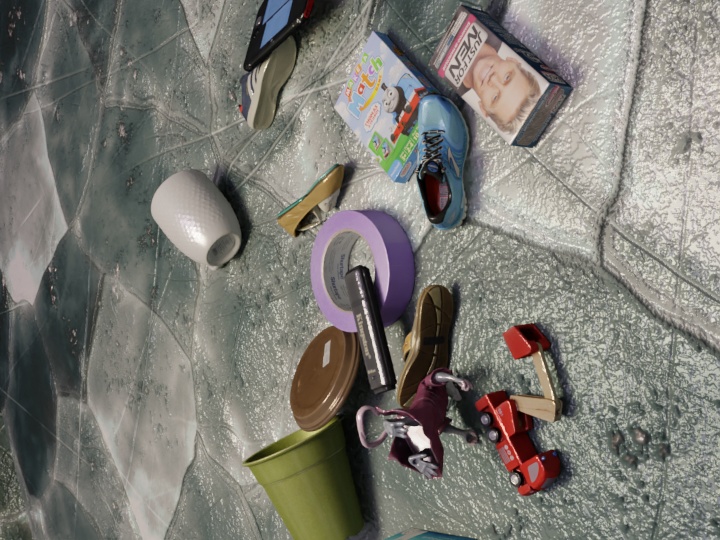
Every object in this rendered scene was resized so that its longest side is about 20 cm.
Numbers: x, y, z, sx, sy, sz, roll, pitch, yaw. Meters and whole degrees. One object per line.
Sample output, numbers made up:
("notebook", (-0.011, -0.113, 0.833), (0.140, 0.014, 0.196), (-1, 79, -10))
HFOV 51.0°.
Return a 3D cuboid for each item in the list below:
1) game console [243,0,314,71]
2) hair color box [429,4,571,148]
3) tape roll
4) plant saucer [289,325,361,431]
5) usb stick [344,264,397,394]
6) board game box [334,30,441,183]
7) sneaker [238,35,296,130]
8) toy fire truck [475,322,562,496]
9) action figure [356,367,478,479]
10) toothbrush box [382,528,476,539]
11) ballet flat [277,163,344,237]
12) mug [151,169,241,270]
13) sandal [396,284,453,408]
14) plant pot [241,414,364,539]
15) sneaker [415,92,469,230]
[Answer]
("game console", (-0.141, -0.474, 1.374), (0.198, 0.031, 0.180), (-25, 42, 45))
("hair color box", (0.192, -0.275, 1.064), (0.201, 0.060, 0.101), (52, 127, 31))
("tape roll", (0.000, 0.000, 1.283), (0.198, 0.065, 0.206), (3, 94, 47))
("plant saucer", (-0.067, 0.181, 1.320), (0.200, 0.029, 0.203), (-44, 30, 33))
("usb stick", (0.015, 0.093, 1.203), (0.055, 0.032, 0.205), (-25, 75, 46))
("board game box", (0.048, -0.268, 1.236), (0.201, 0.036, 0.153), (54, 128, 31))
("sneaker", (-0.191, -0.377, 1.459), (0.085, 0.074, 0.202), (47, 124, 29))
("toy fire truck", (0.234, 0.194, 1.053), (0.141, 0.048, 0.203), (-46, 60, 39))
("action figure", (0.095, 0.215, 1.111), (0.145, 0.200, 0.137), (2, 115, 19))
("toothbrush box", (0.066, 0.466, 1.141), (0.145, 0.197, 0.088), (-11, 85, 47))
("ballet flat", (-0.079, -0.124, 1.376), (0.063, 0.069, 0.199), (52, 135, -4))
("mug", (-0.333, -0.084, 1.599), (0.175, 0.146, 0.202), (45, 153, 27))
("sandal", (0.096, 0.117, 1.183), (0.054, 0.079, 0.205), (27, 111, 59))
("plant pot", (-0.082, 0.384, 1.328), (0.198, 0.198, 0.194), (-27, 86, 44))
("sneaker", (0.118, -0.161, 1.114), (0.077, 0.090, 0.205), (-6, 93, 22))
